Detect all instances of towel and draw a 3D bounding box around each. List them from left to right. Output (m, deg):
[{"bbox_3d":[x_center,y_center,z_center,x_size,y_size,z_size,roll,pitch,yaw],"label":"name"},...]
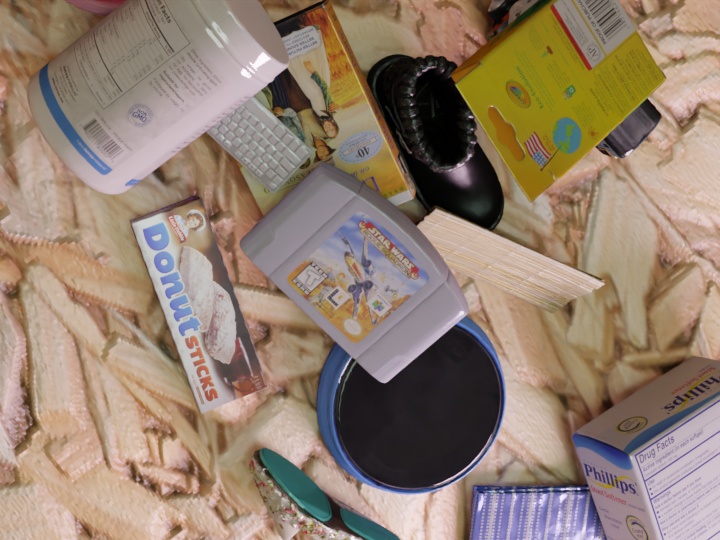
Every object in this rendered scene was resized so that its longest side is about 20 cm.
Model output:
[{"bbox_3d":[0.208,0.296,1.501,0.198,0.024,0.146,1,104,-14],"label":"towel"}]

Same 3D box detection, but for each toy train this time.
[{"bbox_3d":[0.204,-0.190,1.345,0.085,0.114,0.200,-45,109,-3],"label":"toy train"}]

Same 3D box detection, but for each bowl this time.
[{"bbox_3d":[0.055,0.132,1.411,0.199,0.039,0.202,-3,103,-15],"label":"bowl"}]

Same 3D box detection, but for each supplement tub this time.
[{"bbox_3d":[-0.176,-0.170,1.209,0.199,0.132,0.132,-34,109,13],"label":"supplement tub"}]

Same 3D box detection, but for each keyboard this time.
[{"bbox_3d":[-0.134,-0.158,1.282,0.200,0.011,0.056,43,113,-9],"label":"keyboard"}]

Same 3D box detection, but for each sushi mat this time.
[{"bbox_3d":[0.135,-0.008,1.381,0.199,0.096,0.012,22,60,-18],"label":"sushi mat"}]

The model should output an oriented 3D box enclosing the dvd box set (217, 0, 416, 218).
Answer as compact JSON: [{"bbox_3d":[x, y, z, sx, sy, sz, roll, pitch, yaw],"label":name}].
[{"bbox_3d":[-0.053,-0.132,1.302,0.145,0.029,0.201,-20,108,16],"label":"dvd box set"}]

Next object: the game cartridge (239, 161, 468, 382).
[{"bbox_3d":[0.000,0.000,1.313,0.200,0.042,0.133,43,117,-12],"label":"game cartridge"}]

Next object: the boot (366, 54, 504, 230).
[{"bbox_3d":[0.084,-0.110,1.305,0.079,0.158,0.212,-39,108,-5],"label":"boot"}]

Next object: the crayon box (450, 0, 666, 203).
[{"bbox_3d":[0.167,-0.163,1.229,0.200,0.051,0.127,-40,104,-27],"label":"crayon box"}]

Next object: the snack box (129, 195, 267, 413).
[{"bbox_3d":[-0.154,0.033,1.339,0.071,0.024,0.201,-21,106,-9],"label":"snack box"}]

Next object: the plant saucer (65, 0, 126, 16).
[{"bbox_3d":[-0.211,-0.323,1.205,0.200,0.051,0.202,-19,123,-31],"label":"plant saucer"}]

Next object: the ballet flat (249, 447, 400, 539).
[{"bbox_3d":[-0.043,0.255,1.395,0.200,0.076,0.064,37,106,-16],"label":"ballet flat"}]

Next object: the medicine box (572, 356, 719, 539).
[{"bbox_3d":[0.345,0.222,1.459,0.181,0.103,0.201,-28,107,-22],"label":"medicine box"}]
